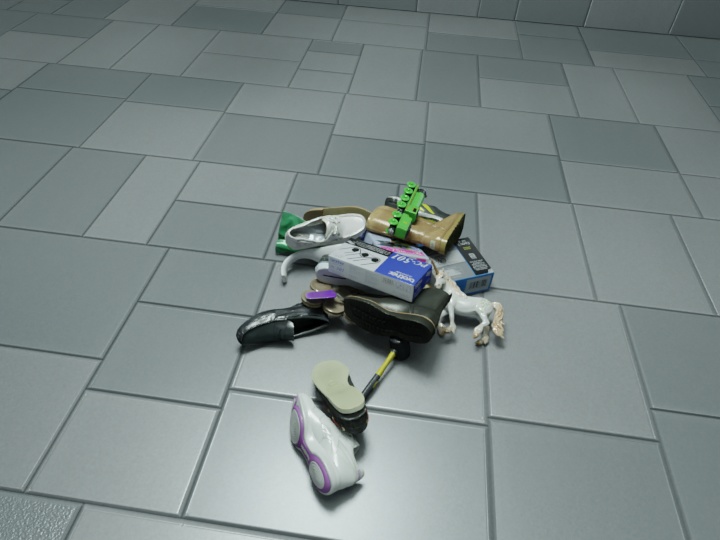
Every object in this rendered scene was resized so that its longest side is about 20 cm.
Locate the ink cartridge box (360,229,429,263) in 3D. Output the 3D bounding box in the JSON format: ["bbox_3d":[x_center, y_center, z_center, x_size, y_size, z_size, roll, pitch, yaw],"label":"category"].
[{"bbox_3d":[0.075,-0.058,1.275,0.119,0.042,0.200,8,19,-17],"label":"ink cartridge box"}]

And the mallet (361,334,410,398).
[{"bbox_3d":[0.040,0.211,1.069,0.041,0.066,0.200,20,61,30],"label":"mallet"}]

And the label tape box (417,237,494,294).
[{"bbox_3d":[0.211,-0.027,1.298,0.143,0.066,0.200,-12,48,-15],"label":"label tape box"}]

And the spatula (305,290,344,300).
[{"bbox_3d":[-0.019,0.066,1.144,0.200,0.021,0.057,13,10,-14],"label":"spatula"}]

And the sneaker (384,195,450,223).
[{"bbox_3d":[0.156,-0.145,1.424,0.200,0.075,0.085,30,35,22],"label":"sneaker"}]

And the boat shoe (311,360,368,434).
[{"bbox_3d":[-0.041,0.231,0.996,0.074,0.063,0.201,-16,22,-16],"label":"boat shoe"}]

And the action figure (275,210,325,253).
[{"bbox_3d":[-0.103,-0.071,1.313,0.200,0.118,0.055,16,33,1],"label":"action figure"}]

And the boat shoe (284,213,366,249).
[{"bbox_3d":[-0.076,-0.093,1.244,0.200,0.069,0.071,-15,82,-12],"label":"boat shoe"}]

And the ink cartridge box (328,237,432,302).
[{"bbox_3d":[0.040,-0.005,1.118,0.200,0.044,0.094,20,37,23],"label":"ink cartridge box"}]

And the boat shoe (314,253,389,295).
[{"bbox_3d":[0.000,0.000,1.197,0.200,0.072,0.071,14,49,-3],"label":"boat shoe"}]

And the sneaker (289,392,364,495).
[{"bbox_3d":[-0.064,0.303,0.952,0.099,0.075,0.200,-1,40,-33],"label":"sneaker"}]

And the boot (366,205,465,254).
[{"bbox_3d":[0.140,-0.119,1.294,0.200,0.066,0.175,20,33,21],"label":"boot"}]

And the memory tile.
[{"bbox_3d":[-0.020,0.065,1.182,0.200,0.017,0.153,21,33,6],"label":"memory tile"}]

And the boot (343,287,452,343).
[{"bbox_3d":[0.079,0.072,1.107,0.200,0.078,0.138,19,40,22],"label":"boot"}]

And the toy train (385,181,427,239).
[{"bbox_3d":[0.111,-0.144,1.250,0.056,0.042,0.200,21,45,7],"label":"toy train"}]

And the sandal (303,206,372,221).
[{"bbox_3d":[-0.040,-0.141,1.396,0.211,0.078,0.070,5,25,15],"label":"sandal"}]

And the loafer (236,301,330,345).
[{"bbox_3d":[-0.160,0.117,1.123,0.200,0.068,0.070,-16,39,-24],"label":"loafer"}]

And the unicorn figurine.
[{"bbox_3d":[0.218,0.079,1.161,0.200,0.074,0.138,19,69,-8],"label":"unicorn figurine"}]

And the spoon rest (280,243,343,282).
[{"bbox_3d":[-0.093,-0.026,1.265,0.200,0.099,0.061,-13,64,-6],"label":"spoon rest"}]

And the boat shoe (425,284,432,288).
[{"bbox_3d":[0.080,0.021,1.247,0.200,0.072,0.065,28,90,23],"label":"boat shoe"}]
